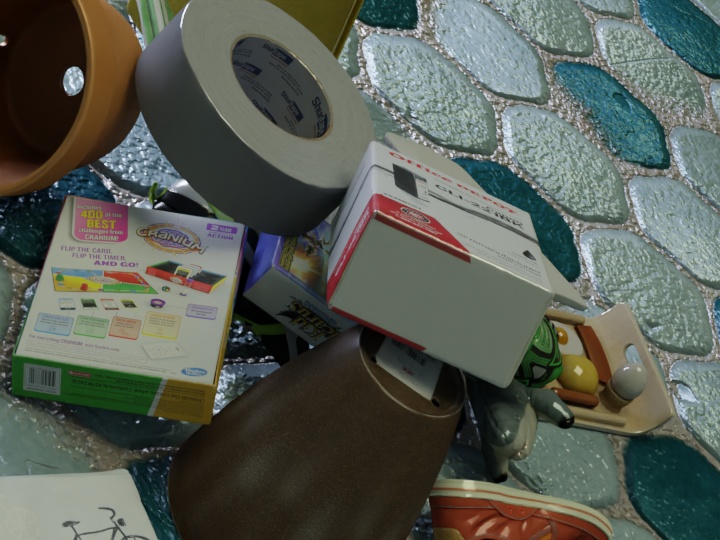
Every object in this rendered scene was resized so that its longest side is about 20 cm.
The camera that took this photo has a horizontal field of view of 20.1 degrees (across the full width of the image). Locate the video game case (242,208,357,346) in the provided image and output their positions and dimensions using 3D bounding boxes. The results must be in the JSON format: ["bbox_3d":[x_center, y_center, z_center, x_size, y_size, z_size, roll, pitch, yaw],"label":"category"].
[{"bbox_3d":[0.000,0.000,1.691,0.181,0.045,0.201,38,34,-18],"label":"video game case"}]

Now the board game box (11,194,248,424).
[{"bbox_3d":[-0.173,0.027,1.564,0.152,0.041,0.201,9,38,-1],"label":"board game box"}]

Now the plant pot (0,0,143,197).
[{"bbox_3d":[-0.262,-0.156,1.622,0.200,0.200,0.140,51,19,16],"label":"plant pot"}]

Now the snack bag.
[{"bbox_3d":[-0.194,0.216,1.399,0.188,0.021,0.201,3,49,-42],"label":"snack bag"}]

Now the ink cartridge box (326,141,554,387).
[{"bbox_3d":[0.055,-0.009,1.506,0.144,0.084,0.200,24,15,-8],"label":"ink cartridge box"}]

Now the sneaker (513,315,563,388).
[{"bbox_3d":[0.124,0.045,1.750,0.085,0.078,0.200,53,10,-20],"label":"sneaker"}]

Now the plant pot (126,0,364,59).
[{"bbox_3d":[-0.100,-0.266,1.889,0.199,0.196,0.194,24,29,-1],"label":"plant pot"}]

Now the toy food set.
[{"bbox_3d":[0.195,0.072,1.906,0.199,0.060,0.144,13,42,-35],"label":"toy food set"}]

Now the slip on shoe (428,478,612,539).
[{"bbox_3d":[0.132,0.215,1.688,0.199,0.074,0.062,16,75,-41],"label":"slip on shoe"}]

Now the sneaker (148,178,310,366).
[{"bbox_3d":[-0.112,0.010,1.688,0.201,0.082,0.072,61,-7,5],"label":"sneaker"}]

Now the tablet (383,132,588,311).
[{"bbox_3d":[0.108,-0.043,1.753,0.200,0.014,0.130,49,17,32],"label":"tablet"}]

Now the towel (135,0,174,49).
[{"bbox_3d":[-0.147,-0.143,1.746,0.200,0.023,0.153,67,6,-51],"label":"towel"}]

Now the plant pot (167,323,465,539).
[{"bbox_3d":[-0.015,0.131,1.509,0.186,0.200,0.188,25,36,-20],"label":"plant pot"}]

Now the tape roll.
[{"bbox_3d":[-0.082,-0.128,1.626,0.200,0.066,0.201,31,35,-25],"label":"tape roll"}]

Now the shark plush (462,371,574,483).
[{"bbox_3d":[0.114,0.084,1.759,0.083,0.091,0.201,32,36,-43],"label":"shark plush"}]
